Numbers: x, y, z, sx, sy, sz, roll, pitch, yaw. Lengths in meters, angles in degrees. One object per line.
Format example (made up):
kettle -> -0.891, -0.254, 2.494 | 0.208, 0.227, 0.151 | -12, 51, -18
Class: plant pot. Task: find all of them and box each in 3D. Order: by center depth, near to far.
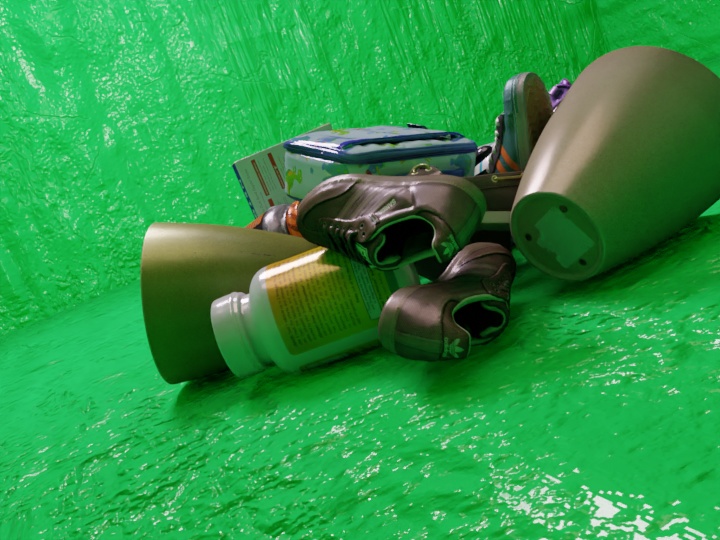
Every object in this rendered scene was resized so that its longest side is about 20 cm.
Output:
plant pot -> 0.232, -0.083, 0.746 | 0.187, 0.187, 0.200 | -10, 26, 51
plant pot -> -0.126, 0.027, 0.912 | 0.200, 0.187, 0.187 | -6, 10, 1

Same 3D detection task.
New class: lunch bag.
lunch bag -> 0.026, -0.119, 0.911 | 0.200, 0.083, 0.161 | -11, 21, -33

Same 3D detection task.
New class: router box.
router box -> -0.097, -0.125, 1.356 | 0.179, 0.200, 0.049 | -24, 6, -12

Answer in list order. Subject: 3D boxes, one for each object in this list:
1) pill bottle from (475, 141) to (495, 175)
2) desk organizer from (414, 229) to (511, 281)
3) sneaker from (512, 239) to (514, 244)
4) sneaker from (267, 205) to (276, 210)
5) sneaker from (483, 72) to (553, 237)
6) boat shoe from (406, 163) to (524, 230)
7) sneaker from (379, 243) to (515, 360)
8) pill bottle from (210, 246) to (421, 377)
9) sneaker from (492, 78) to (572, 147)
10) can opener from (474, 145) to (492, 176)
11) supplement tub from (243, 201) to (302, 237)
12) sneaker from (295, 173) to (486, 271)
pill bottle -> 0.216, -0.155, 1.333 | 0.111, 0.111, 0.200 | -27, 12, -35
desk organizer -> 0.080, -0.044, 0.932 | 0.077, 0.072, 0.200 | -22, 28, -29
sneaker -> 0.188, -0.068, 1.015 | 0.082, 0.074, 0.200 | -14, 12, 26
sneaker -> -0.090, -0.042, 1.246 | 0.200, 0.073, 0.071 | 29, 43, 31
sneaker -> 0.164, -0.116, 0.860 | 0.080, 0.200, 0.071 | 11, 39, 34
boat shoe -> 0.078, -0.075, 0.802 | 0.200, 0.060, 0.072 | 2, -5, -2
sneaker -> 0.097, 0.032, 0.670 | 0.075, 0.071, 0.200 | 18, 28, 31
pill bottle -> -0.040, 0.036, 0.789 | 0.200, 0.113, 0.113 | -20, 9, 7
sneaker -> 0.264, -0.204, 1.055 | 0.200, 0.089, 0.080 | -21, 9, 19
can opener -> 0.125, -0.112, 1.054 | 0.079, 0.063, 0.200 | -50, 2, -26
supplement tub -> -0.121, -0.006, 1.054 | 0.200, 0.123, 0.123 | -32, 3, 29
sneaker -> 0.008, -0.038, 0.685 | 0.200, 0.070, 0.076 | -5, 40, 41
